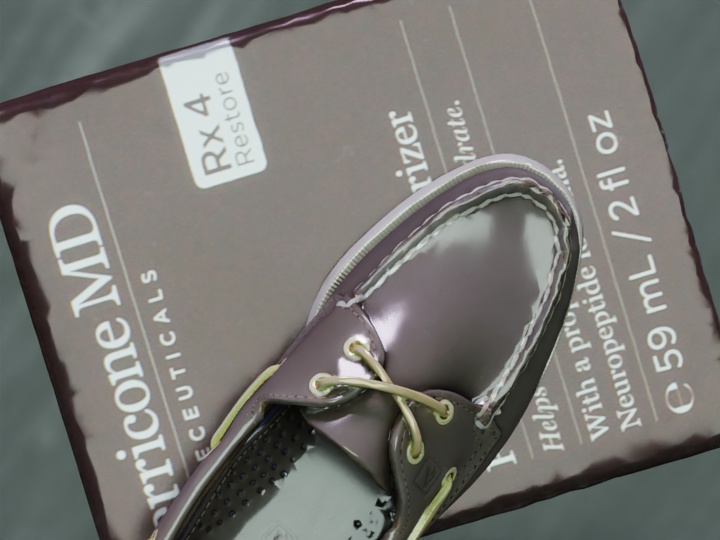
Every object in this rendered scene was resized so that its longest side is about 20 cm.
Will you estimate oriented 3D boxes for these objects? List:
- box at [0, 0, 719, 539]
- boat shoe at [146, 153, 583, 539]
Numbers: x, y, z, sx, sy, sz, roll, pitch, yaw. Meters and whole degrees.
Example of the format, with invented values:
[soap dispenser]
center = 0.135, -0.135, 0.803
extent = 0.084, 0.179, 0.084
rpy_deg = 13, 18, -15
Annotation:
[box]
center = 0.000, 0.000, 0.903
extent = 0.200, 0.164, 0.166
rpy_deg = -17, 92, -1
[boat shoe]
center = -0.004, 0.052, 0.792
extent = 0.072, 0.060, 0.200
rpy_deg = 40, 91, -2
